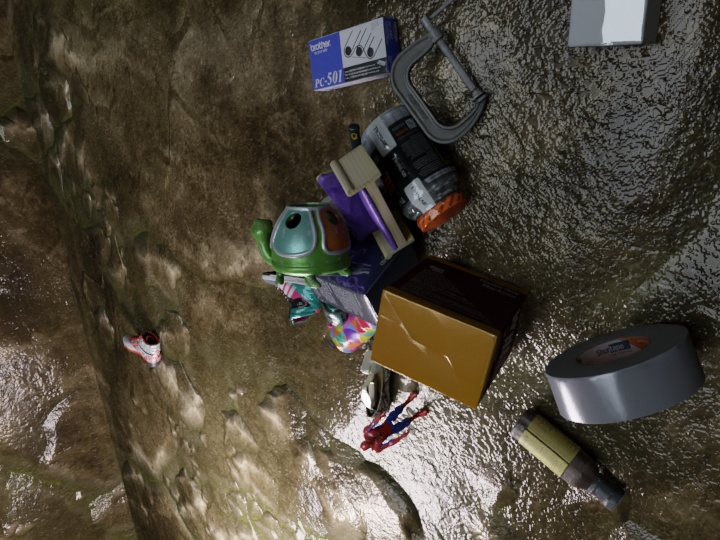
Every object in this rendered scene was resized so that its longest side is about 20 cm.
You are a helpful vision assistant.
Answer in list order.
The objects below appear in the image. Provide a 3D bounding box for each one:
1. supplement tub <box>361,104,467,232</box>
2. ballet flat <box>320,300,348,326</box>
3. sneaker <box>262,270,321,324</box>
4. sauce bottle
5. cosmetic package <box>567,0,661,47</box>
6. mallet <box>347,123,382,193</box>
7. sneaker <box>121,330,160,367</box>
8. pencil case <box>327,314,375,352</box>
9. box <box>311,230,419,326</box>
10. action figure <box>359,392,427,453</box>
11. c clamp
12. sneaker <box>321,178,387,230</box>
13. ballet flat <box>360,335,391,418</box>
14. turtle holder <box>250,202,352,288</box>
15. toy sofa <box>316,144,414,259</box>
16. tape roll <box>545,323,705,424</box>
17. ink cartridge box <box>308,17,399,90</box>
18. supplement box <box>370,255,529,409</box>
[{"bbox_3d":[0.096,-0.178,0.993,0.122,0.121,0.202,-42,75,43],"label":"supplement tub"},{"bbox_3d":[-0.067,0.045,1.231,0.202,0.073,0.075,-106,30,-49],"label":"ballet flat"},{"bbox_3d":[-0.162,0.066,1.360,0.197,0.083,0.124,9,101,40],"label":"sneaker"},{"bbox_3d":[0.355,0.326,0.969,0.199,0.064,0.066,40,129,27],"label":"sauce bottle"},{"bbox_3d":[0.335,-0.398,0.722,0.100,0.073,0.204,17,118,39],"label":"cosmetic package"},{"bbox_3d":[0.010,-0.175,0.979,0.064,0.042,0.201,8,150,4],"label":"mallet"},{"bbox_3d":[-0.792,0.254,2.036,0.199,0.067,0.110,30,123,28],"label":"sneaker"},{"bbox_3d":[0.007,0.102,1.206,0.200,0.088,0.089,-43,75,41],"label":"pencil case"},{"bbox_3d":[0.000,0.000,1.106,0.198,0.149,0.105,19,150,40],"label":"box"},{"bbox_3d":[0.076,0.302,1.129,0.066,0.198,0.099,55,133,11],"label":"action figure"},{"bbox_3d":[0.140,-0.323,0.927,0.169,0.027,0.202,-31,92,12],"label":"c clamp"},{"bbox_3d":[-0.018,-0.116,1.094,0.098,0.202,0.078,29,166,22],"label":"sneaker"},{"bbox_3d":[0.032,0.237,1.237,0.067,0.075,0.205,16,115,42],"label":"ballet flat"},{"bbox_3d":[-0.100,-0.054,1.009,0.184,0.139,0.135,18,115,54],"label":"turtle holder"},{"bbox_3d":[0.012,-0.105,0.965,0.084,0.097,0.201,61,-176,39],"label":"toy sofa"},{"bbox_3d":[0.368,0.142,0.795,0.199,0.198,0.067,-23,90,45],"label":"tape roll"},{"bbox_3d":[-0.014,-0.407,1.069,0.197,0.044,0.096,5,107,43],"label":"ink cartridge box"},{"bbox_3d":[0.155,0.092,0.954,0.194,0.199,0.135,21,117,23],"label":"supplement box"}]
